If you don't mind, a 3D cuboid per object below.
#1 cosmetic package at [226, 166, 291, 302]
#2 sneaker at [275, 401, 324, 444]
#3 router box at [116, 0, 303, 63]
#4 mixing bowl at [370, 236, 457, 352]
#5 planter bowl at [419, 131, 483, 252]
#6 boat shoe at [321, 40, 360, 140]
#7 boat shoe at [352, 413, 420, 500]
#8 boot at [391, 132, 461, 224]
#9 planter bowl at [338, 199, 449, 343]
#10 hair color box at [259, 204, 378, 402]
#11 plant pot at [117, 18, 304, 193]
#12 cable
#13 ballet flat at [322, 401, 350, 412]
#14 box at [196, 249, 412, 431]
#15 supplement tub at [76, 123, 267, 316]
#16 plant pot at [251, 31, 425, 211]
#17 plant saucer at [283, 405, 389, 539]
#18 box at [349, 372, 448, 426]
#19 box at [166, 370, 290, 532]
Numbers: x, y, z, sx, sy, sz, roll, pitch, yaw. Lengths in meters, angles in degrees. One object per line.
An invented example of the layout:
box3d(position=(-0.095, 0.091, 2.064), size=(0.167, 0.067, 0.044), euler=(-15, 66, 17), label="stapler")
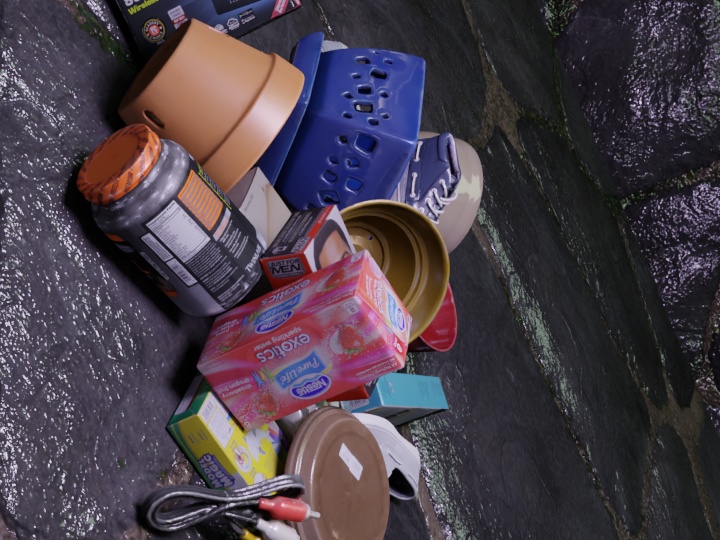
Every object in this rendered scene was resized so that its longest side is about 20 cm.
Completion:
box3d(position=(-0.110, -0.014, 1.578), size=(0.200, 0.073, 0.104), euler=(56, 28, -27), label="cosmetic package")
box3d(position=(-0.094, 0.135, 1.483), size=(0.076, 0.080, 0.200), euler=(-16, 87, -82), label="sneaker")
box3d(position=(-0.188, -0.340, 1.528), size=(0.150, 0.200, 0.062), euler=(64, 12, -8), label="router box")
box3d(position=(0.042, 0.037, 1.804), size=(0.200, 0.108, 0.200), euler=(46, 32, -39), label="mixing bowl")
box3d(position=(0.064, -0.123, 1.910), size=(0.135, 0.200, 0.201), euler=(20, 50, -35), label="planter bowl")
box3d(position=(-0.047, -0.255, 1.932), size=(0.071, 0.070, 0.201), euler=(6, 67, -37), label="boat shoe")
box3d(position=(0.019, 0.243, 1.646), size=(0.200, 0.072, 0.069), euler=(50, 28, -53), label="boat shoe")
box3d(position=(0.090, -0.094, 1.756), size=(0.073, 0.090, 0.200), euler=(28, 54, -54), label="boot")
box3d(position=(0.000, 0.000, 1.553), size=(0.200, 0.200, 0.083), euler=(54, -6, -29), label="planter bowl")
box3d(position=(-0.033, 0.039, 1.444), size=(0.200, 0.061, 0.102), euler=(66, 32, -27), label="hair color box")
box3d(position=(-0.181, -0.189, 1.463), size=(0.140, 0.200, 0.200), euler=(37, 35, -19), label="plant pot")
box3d(position=(-0.121, 0.242, 1.290), size=(0.200, 0.097, 0.050), euler=(23, 18, -47), label="cable")
box3d(position=(-0.040, 0.191, 1.541), size=(0.074, 0.074, 0.200), euler=(10, 60, -62), label="ballet flat")
box3d(position=(-0.057, 0.076, 1.351), size=(0.103, 0.200, 0.095), euler=(56, 24, -24), label="box")
box3d(position=(-0.200, -0.053, 1.366), size=(0.200, 0.122, 0.123), euler=(50, 30, -34), label="supplement tub")
box3d(position=(-0.034, -0.183, 1.704), size=(0.180, 0.200, 0.200), euler=(20, 41, -10), label="plant pot")
box3d(position=(-0.021, 0.252, 1.452), size=(0.200, 0.029, 0.200), euler=(21, 65, -55), label="plant saucer")
box3d(position=(0.036, 0.172, 1.711), size=(0.200, 0.082, 0.049), euler=(14, 57, -61), label="box")
box3d(position=(-0.123, 0.205, 1.402), size=(0.200, 0.048, 0.117), euler=(56, 26, -19), label="box")
